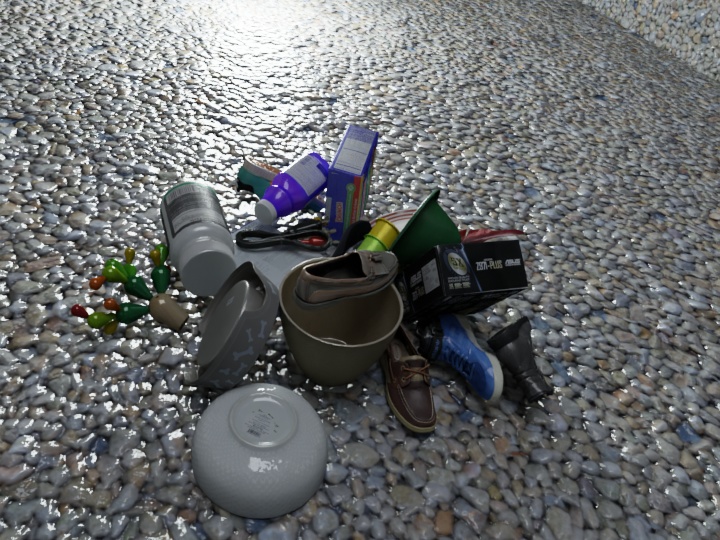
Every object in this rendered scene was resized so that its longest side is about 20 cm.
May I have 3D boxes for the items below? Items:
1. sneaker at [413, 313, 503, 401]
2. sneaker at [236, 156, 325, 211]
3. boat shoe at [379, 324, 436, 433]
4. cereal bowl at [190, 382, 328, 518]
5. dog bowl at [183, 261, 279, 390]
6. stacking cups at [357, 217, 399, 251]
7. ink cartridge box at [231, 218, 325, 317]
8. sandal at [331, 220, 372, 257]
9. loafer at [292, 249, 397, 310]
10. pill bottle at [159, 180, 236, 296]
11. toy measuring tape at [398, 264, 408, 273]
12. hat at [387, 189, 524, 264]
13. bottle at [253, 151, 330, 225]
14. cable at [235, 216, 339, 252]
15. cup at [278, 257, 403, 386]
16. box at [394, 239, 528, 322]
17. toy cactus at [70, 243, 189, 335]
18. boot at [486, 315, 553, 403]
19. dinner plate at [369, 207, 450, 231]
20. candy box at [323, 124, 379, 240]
[{"bbox_3d":[0.154,0.144,1.149,0.108,0.078,0.202,3,35,-22],"label":"sneaker"},{"bbox_3d":[-0.170,-0.163,1.450,0.197,0.081,0.072,26,19,-16],"label":"sneaker"},{"bbox_3d":[0.078,0.166,1.106,0.070,0.073,0.202,0,40,-15],"label":"boat shoe"},{"bbox_3d":[-0.137,0.234,0.957,0.195,0.085,0.202,9,38,-7],"label":"cereal bowl"},{"bbox_3d":[-0.193,0.089,1.039,0.058,0.200,0.202,31,32,-23],"label":"dog bowl"},{"bbox_3d":[0.000,0.000,1.249,0.060,0.061,0.202,28,71,20],"label":"stacking cups"},{"bbox_3d":[-0.182,-0.003,1.266,0.197,0.044,0.196,28,41,24],"label":"ink cartridge box"},{"bbox_3d":[-0.023,-0.014,1.286,0.042,0.077,0.202,5,46,35],"label":"sandal"},{"bbox_3d":[-0.014,0.003,1.054,0.197,0.064,0.072,-21,49,-35],"label":"loafer"},{"bbox_3d":[-0.280,-0.056,1.184,0.110,0.115,0.202,-5,41,-21],"label":"pill bottle"},{"bbox_3d":[0.144,-0.008,1.342,0.195,0.075,0.074,-4,41,-20],"label":"toy measuring tape"},{"bbox_3d":[0.160,-0.031,1.221,0.175,0.202,0.165,38,19,7],"label":"hat"},{"bbox_3d":[-0.134,-0.160,1.359,0.083,0.065,0.200,42,48,0],"label":"bottle"},{"bbox_3d":[-0.133,-0.053,1.291,0.195,0.051,0.098,-15,50,-13],"label":"cable"},{"bbox_3d":[-0.041,0.099,1.097,0.195,0.146,0.203,8,38,-7],"label":"cup"},{"bbox_3d":[0.170,0.021,1.198,0.160,0.200,0.088,-4,75,-19],"label":"box"},{"bbox_3d":[-0.362,0.046,1.134,0.164,0.103,0.201,36,38,-1],"label":"toy cactus"},{"bbox_3d":[0.282,0.158,1.180,0.133,0.069,0.199,58,24,9],"label":"boot"},{"bbox_3d":[0.092,-0.078,1.407,0.195,0.025,0.201,-10,25,5],"label":"dinner plate"},{"bbox_3d":[-0.021,-0.177,1.418,0.075,0.172,0.202,13,38,4],"label":"candy box"}]
